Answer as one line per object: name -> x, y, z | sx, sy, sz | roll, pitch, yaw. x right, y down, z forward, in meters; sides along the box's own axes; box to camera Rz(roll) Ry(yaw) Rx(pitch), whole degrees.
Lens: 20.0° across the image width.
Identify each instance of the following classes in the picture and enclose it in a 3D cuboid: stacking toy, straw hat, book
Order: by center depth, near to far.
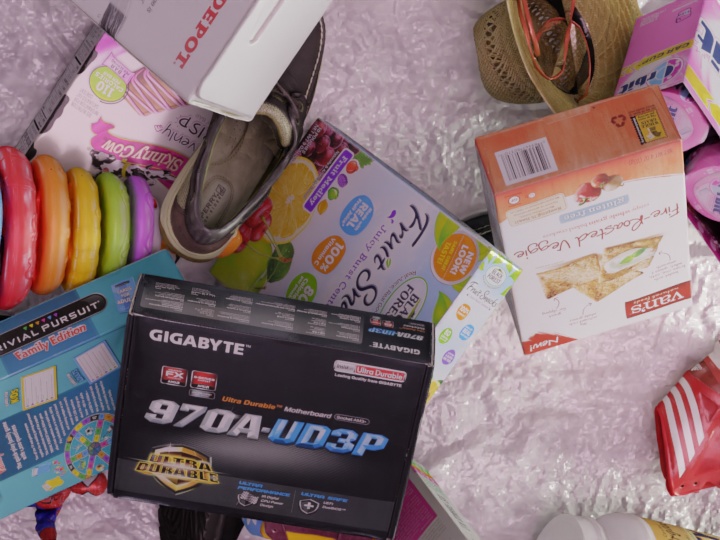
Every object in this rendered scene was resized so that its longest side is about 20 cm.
stacking toy -> -0.175, -0.027, 1.386 | 0.198, 0.116, 0.111 | 2, 118, -19
straw hat -> 0.128, -0.163, 1.482 | 0.085, 0.201, 0.202 | -19, 113, 35
book -> 0.023, 0.221, 1.497 | 0.048, 0.200, 0.134 | 33, 95, -18

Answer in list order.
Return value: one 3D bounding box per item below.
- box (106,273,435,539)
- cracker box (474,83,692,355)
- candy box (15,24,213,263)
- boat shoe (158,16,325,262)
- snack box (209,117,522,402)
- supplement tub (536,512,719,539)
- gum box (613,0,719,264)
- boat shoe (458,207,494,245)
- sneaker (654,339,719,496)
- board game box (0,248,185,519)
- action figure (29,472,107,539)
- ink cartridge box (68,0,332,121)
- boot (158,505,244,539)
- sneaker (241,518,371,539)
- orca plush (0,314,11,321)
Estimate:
box -> -0.060, 0.092, 1.337 | 0.198, 0.046, 0.160 | 10, 126, -3
cracker box -> 0.161, -0.031, 1.444 | 0.133, 0.058, 0.201 | -17, 144, 0
candy box -> -0.140, -0.120, 1.447 | 0.136, 0.061, 0.201 | 32, 95, -18
boat shoe -> -0.068, -0.098, 1.374 | 0.071, 0.066, 0.202 | 33, 71, -20
snack box -> 0.000, 0.000, 1.441 | 0.143, 0.200, 0.053 | -54, 141, 5
supplement tub -> 0.235, 0.271, 1.590 | 0.198, 0.144, 0.146 | 15, 100, -17
gum box -> 0.271, -0.091, 1.509 | 0.066, 0.114, 0.200 | -21, 122, 35
boat shoe -> 0.061, 0.007, 1.527 | 0.198, 0.060, 0.076 | -21, 107, -8
sneaker -> 0.308, 0.161, 1.628 | 0.115, 0.078, 0.200 | -39, 97, 7
board game box -> -0.203, 0.084, 1.386 | 0.199, 0.047, 0.152 | -24, 144, -14
action figure -> -0.278, 0.168, 1.469 | 0.198, 0.099, 0.066 | -3, 106, -15
ink cartridge box -> -0.116, -0.214, 1.330 | 0.146, 0.200, 0.084 | -54, 154, 12
boot -> -0.053, 0.144, 1.526 | 0.157, 0.080, 0.213 | 5, 120, -31
sneaker -> -0.056, 0.140, 1.431 | 0.090, 0.075, 0.200 | -42, 120, -7
orca plush -> -0.209, 0.064, 1.470 | 0.199, 0.071, 0.106 | 36, 93, -19
